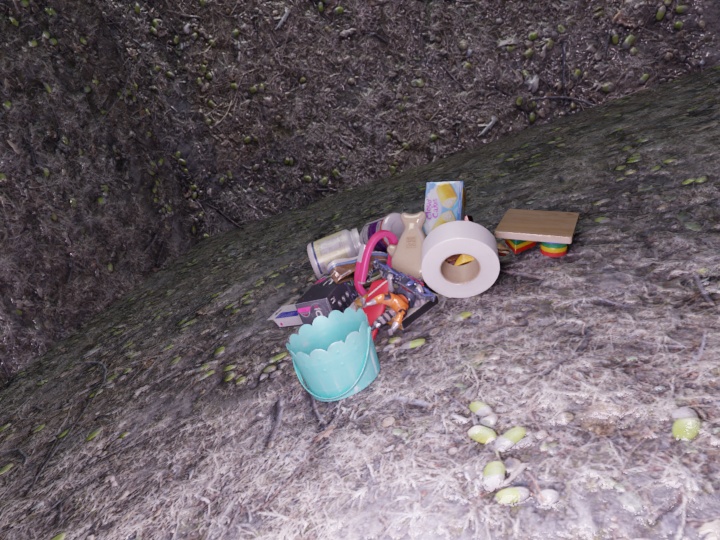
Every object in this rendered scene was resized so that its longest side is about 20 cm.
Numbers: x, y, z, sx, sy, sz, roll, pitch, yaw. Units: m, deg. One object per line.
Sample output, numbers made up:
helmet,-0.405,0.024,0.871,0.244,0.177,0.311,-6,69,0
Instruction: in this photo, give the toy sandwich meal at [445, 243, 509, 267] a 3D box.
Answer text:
toy sandwich meal,0.314,-0.026,1.571,0.200,0.072,0.205,-5,-7,-1

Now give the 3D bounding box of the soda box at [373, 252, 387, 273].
soda box,0.116,-0.045,1.925,0.196,0.065,0.069,-20,17,9

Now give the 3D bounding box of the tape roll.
tape roll,0.252,-0.025,1.447,0.199,0.204,0.072,-15,39,20

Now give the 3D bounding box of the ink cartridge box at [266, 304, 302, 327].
ink cartridge box,-0.200,0.139,1.819,0.197,0.038,0.095,-7,23,34

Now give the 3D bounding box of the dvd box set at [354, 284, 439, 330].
dvd box set,0.096,0.088,1.551,0.145,0.030,0.198,-32,30,-29

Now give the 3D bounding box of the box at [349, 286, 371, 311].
box,-0.003,0.110,1.652,0.038,0.042,0.200,-11,19,30

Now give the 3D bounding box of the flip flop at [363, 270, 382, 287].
flip flop,-0.010,0.032,1.860,0.197,0.059,0.081,-23,17,-2

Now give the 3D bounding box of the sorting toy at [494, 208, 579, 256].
sorting toy,0.485,-0.101,1.560,0.196,0.071,0.199,7,26,24

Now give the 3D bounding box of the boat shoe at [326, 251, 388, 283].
boat shoe,0.000,0.000,1.680,0.196,0.073,0.073,-13,-28,-19

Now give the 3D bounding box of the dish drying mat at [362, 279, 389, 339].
dish drying mat,0.030,0.109,1.506,0.076,0.018,0.203,-7,48,37

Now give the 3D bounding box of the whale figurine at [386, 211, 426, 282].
whale figurine,0.154,-0.061,1.610,0.156,0.205,0.104,-4,-8,19

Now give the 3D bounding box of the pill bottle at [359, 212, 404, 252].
pill bottle,0.075,-0.117,1.865,0.111,0.114,0.199,-31,9,-27

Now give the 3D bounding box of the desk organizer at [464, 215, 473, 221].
desk organizer,0.323,-0.126,1.788,0.070,0.079,0.200,-16,0,16

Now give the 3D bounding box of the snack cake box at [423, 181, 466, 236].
snack cake box,0.246,-0.155,1.674,0.113,0.205,0.067,1,-16,20

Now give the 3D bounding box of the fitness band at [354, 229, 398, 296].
fitness band,0.050,-0.016,1.634,0.142,0.204,0.037,3,13,-45

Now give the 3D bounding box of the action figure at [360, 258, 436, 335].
action figure,0.083,0.064,1.459,0.192,0.106,0.199,-29,54,-36

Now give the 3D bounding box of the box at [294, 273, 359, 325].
box,-0.088,0.089,1.704,0.120,0.108,0.200,-13,20,29

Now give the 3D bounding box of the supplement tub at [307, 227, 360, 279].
supplement tub,-0.084,-0.062,2.089,0.196,0.147,0.145,-21,17,3

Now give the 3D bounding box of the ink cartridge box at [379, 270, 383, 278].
ink cartridge box,0.172,-0.030,1.772,0.198,0.087,0.147,-32,20,-24

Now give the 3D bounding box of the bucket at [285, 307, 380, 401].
bucket,-0.057,0.193,1.303,0.203,0.137,0.208,-21,16,6
